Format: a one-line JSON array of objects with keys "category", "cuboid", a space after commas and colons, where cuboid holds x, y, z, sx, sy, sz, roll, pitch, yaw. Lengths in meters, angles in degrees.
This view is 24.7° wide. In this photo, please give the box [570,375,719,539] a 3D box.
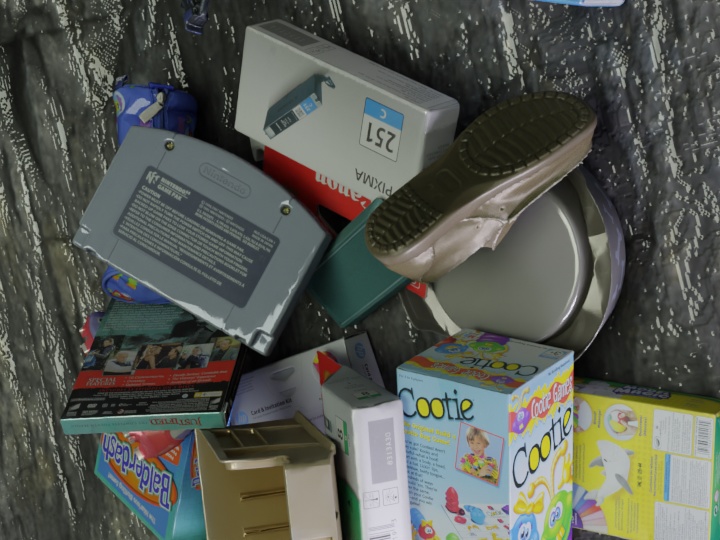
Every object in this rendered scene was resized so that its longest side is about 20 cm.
[{"category": "box", "cuboid": [0.194, 0.149, 1.313, 0.199, 0.048, 0.118, 8, 104, 30]}]

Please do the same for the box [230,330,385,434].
[{"category": "box", "cuboid": [-0.032, 0.173, 1.468, 0.155, 0.041, 0.201, -21, 88, 35]}]

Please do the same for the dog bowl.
[{"category": "dog bowl", "cuboid": [0.123, -0.012, 1.323, 0.199, 0.059, 0.202, 6, 102, 32]}]

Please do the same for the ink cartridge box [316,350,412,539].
[{"category": "ink cartridge box", "cuboid": [-0.015, 0.162, 1.331, 0.200, 0.050, 0.162, -158, 62, -67]}]

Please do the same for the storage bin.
[{"category": "storage bin", "cuboid": [-0.069, 0.230, 1.317, 0.093, 0.198, 0.202, -6, 95, -11]}]

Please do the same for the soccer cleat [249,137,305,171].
[{"category": "soccer cleat", "cuboid": [-0.015, -0.110, 1.395, 0.199, 0.069, 0.078, 18, 116, 35]}]

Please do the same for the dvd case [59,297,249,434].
[{"category": "dvd case", "cuboid": [-0.166, 0.068, 1.427, 0.145, 0.201, 0.022, -4, 126, 12]}]

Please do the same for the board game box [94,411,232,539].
[{"category": "board game box", "cuboid": [-0.181, 0.133, 1.529, 0.152, 0.045, 0.202, 32, 116, 46]}]

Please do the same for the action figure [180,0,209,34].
[{"category": "action figure", "cuboid": [-0.100, -0.288, 1.395, 0.193, 0.104, 0.202, -21, 62, 39]}]

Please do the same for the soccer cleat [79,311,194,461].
[{"category": "soccer cleat", "cuboid": [-0.195, 0.094, 1.471, 0.200, 0.076, 0.067, 53, 168, 53]}]

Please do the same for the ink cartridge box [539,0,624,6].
[{"category": "ink cartridge box", "cuboid": [0.105, -0.286, 1.268, 0.199, 0.084, 0.146, 13, 106, 32]}]

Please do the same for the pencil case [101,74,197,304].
[{"category": "pencil case", "cuboid": [-0.186, -0.073, 1.460, 0.087, 0.077, 0.202, 125, 147, -69]}]

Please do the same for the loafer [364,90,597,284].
[{"category": "loafer", "cuboid": [0.094, -0.062, 1.245, 0.199, 0.068, 0.076, -33, 50, -1]}]

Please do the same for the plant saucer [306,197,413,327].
[{"category": "plant saucer", "cuboid": [0.000, 0.000, 1.358, 0.070, 0.019, 0.200, 48, 154, -1]}]

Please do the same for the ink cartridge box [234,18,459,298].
[{"category": "ink cartridge box", "cuboid": [-0.019, -0.087, 1.331, 0.199, 0.045, 0.177, 29, 124, 33]}]

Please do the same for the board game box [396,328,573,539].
[{"category": "board game box", "cuboid": [0.099, 0.162, 1.282, 0.104, 0.103, 0.202, 11, 113, 34]}]

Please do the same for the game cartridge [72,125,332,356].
[{"category": "game cartridge", "cuboid": [-0.129, -0.033, 1.372, 0.199, 0.042, 0.134, 29, 86, 14]}]
